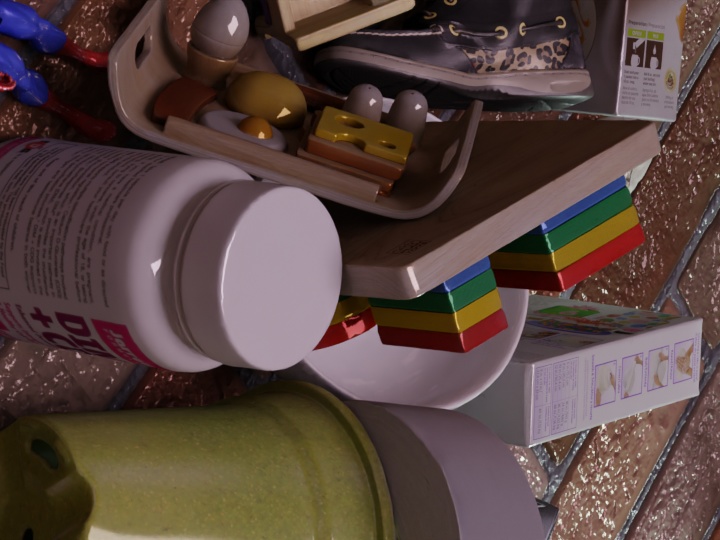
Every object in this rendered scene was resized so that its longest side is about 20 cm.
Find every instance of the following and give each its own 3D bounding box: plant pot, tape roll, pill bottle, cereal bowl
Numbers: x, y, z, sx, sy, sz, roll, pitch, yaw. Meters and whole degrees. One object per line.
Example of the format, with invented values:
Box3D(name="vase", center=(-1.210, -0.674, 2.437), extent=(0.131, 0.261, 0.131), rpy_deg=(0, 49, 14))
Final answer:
Box3D(name="plant pot", center=(-0.114, 0.151, 1.399), extent=(0.184, 0.200, 0.201), rpy_deg=(10, 89, -40))
Box3D(name="tape roll", center=(0.014, 0.175, 1.436), extent=(0.066, 0.200, 0.200), rpy_deg=(8, 90, -40))
Box3D(name="pill bottle", center=(-0.115, -0.007, 1.340), extent=(0.113, 0.200, 0.113), rpy_deg=(-12, 105, -49))
Box3D(name="cereal bowl", center=(0.000, 0.000, 1.548), extent=(0.200, 0.083, 0.200), rpy_deg=(11, 69, -29))

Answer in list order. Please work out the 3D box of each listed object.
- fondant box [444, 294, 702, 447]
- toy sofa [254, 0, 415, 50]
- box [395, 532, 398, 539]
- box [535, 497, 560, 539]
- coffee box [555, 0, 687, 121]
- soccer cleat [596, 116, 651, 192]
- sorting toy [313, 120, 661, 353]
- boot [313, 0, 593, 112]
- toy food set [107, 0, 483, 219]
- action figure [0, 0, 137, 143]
Box3D(name="fondant box", center=(0.113, 0.063, 1.676), extent=(0.200, 0.144, 0.058), rpy_deg=(-13, 106, -49))
Box3D(name="toy sofa", center=(-0.043, -0.238, 1.495), extent=(0.083, 0.098, 0.200), rpy_deg=(-23, 117, -19))
Box3D(name="box", center=(0.000, 0.183, 1.611), extent=(0.200, 0.082, 0.068), rpy_deg=(-47, 131, -33))
Box3D(name="box", center=(0.061, 0.249, 1.556), extent=(0.158, 0.048, 0.200), rpy_deg=(-49, 158, -74))
Box3D(name="coffee box", center=(0.157, -0.205, 1.706), extent=(0.080, 0.114, 0.200), rpy_deg=(0, 97, -50))
Box3D(name="soccer cleat", center=(0.156, -0.058, 1.759), extent=(0.200, 0.078, 0.069), rpy_deg=(-25, 115, -46))
Box3D(name="sorting toy", center=(0.039, -0.015, 1.420), extent=(0.200, 0.199, 0.070), rpy_deg=(-30, 111, -34))
Box3D(name="boot", center=(0.059, -0.182, 1.617), extent=(0.200, 0.073, 0.151), rpy_deg=(3, 82, -27))
Box3D(name="toy food set", center=(-0.033, -0.099, 1.403), extent=(0.144, 0.200, 0.060), rpy_deg=(-73, 180, -69))
Box3D(name="action figure", center=(-0.196, -0.128, 1.343), extent=(0.200, 0.052, 0.065), rpy_deg=(26, 81, -48))
